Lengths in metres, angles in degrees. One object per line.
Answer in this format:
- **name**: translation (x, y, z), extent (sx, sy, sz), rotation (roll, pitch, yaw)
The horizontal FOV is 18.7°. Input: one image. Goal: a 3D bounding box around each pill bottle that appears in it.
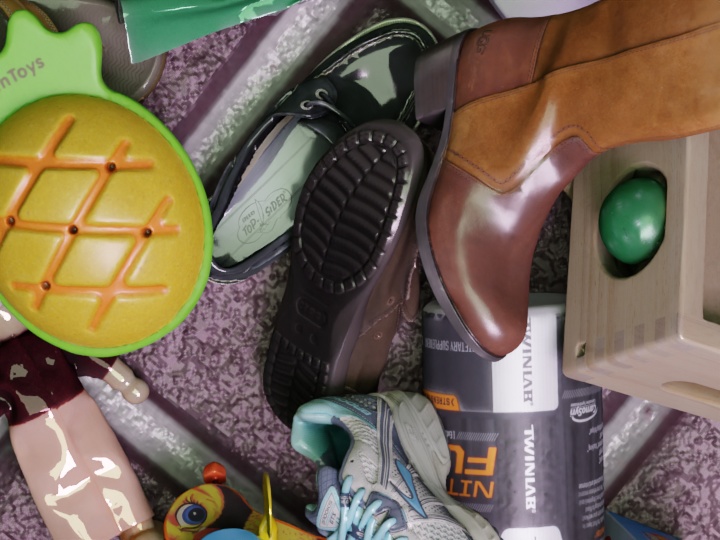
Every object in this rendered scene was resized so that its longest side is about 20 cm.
- **pill bottle**: translation (0.090, 0.117, 1.276), extent (0.106, 0.106, 0.201), rotation (-2, 94, -2)

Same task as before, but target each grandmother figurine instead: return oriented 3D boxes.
- **grandmother figurine**: translation (-0.188, 0.082, 1.289), extent (0.121, 0.061, 0.201), rotation (-24, 92, -28)

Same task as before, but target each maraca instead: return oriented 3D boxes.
- **maraca**: translation (-0.165, -0.047, 1.236), extent (0.137, 0.107, 0.201), rotation (-29, 95, 2)

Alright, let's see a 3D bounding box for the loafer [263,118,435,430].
- **loafer**: translation (0.000, 0.000, 1.266), extent (0.073, 0.071, 0.201), rotation (40, 123, 31)

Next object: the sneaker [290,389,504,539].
- **sneaker**: translation (0.014, 0.144, 1.192), extent (0.086, 0.200, 0.078), rotation (8, 123, -28)

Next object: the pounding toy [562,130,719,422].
- **pounding toy**: translation (0.180, -0.021, 1.232), extent (0.199, 0.142, 0.185), rotation (17, 68, -29)

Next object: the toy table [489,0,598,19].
- **toy table**: translation (0.123, -0.211, 1.248), extent (0.184, 0.117, 0.200), rotation (-37, 94, 0)

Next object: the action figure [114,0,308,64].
- **action figure**: translation (-0.048, -0.190, 1.270), extent (0.199, 0.055, 0.119), rotation (-10, 85, -10)

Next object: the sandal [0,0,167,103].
- **sandal**: translation (-0.213, -0.137, 1.269), extent (0.199, 0.055, 0.082), rotation (19, 93, -4)

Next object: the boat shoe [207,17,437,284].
- **boat shoe**: translation (-0.027, -0.069, 1.276), extent (0.199, 0.066, 0.075), rotation (-41, 95, 1)

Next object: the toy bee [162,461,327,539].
- **toy bee**: translation (-0.072, 0.156, 1.245), extent (0.199, 0.109, 0.131), rotation (25, 135, -7)

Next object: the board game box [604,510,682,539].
- **board game box**: translation (0.148, 0.255, 1.242), extent (0.056, 0.200, 0.197), rotation (21, 94, -8)

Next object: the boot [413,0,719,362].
- **boot**: translation (0.128, -0.060, 1.154), extent (0.199, 0.068, 0.189), rotation (-15, 65, 34)
